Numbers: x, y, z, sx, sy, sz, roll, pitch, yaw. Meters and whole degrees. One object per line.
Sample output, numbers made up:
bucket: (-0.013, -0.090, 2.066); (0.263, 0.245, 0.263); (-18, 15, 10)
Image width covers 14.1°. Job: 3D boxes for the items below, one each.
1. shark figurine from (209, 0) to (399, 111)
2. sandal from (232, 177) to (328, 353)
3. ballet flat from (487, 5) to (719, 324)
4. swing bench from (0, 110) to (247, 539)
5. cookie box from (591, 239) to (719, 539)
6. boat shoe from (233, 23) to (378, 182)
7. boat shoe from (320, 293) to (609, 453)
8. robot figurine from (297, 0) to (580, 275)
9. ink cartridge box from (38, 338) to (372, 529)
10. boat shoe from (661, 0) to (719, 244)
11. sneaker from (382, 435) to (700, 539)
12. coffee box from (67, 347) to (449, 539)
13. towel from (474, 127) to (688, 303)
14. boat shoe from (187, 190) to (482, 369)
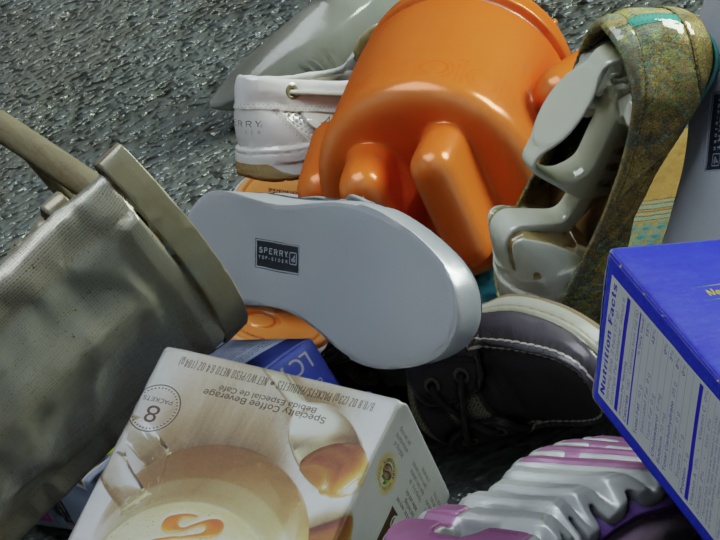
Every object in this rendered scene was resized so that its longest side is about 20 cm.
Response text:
shark figurine: (-0.007, -0.183, 1.783); (0.128, 0.090, 0.215); (-6, 34, 28)
sandal: (-0.047, -0.020, 1.526); (0.079, 0.059, 0.207); (5, 29, -3)
ballet flat: (0.095, -0.034, 1.331); (0.071, 0.200, 0.071); (19, 28, -10)
swing bench: (-0.169, 0.046, 1.335); (0.199, 0.130, 0.200); (-44, 22, -11)
cookie box: (0.205, 0.062, 1.101); (0.171, 0.075, 0.200); (-5, 31, -20)
boat shoe: (0.020, -0.100, 1.583); (0.200, 0.069, 0.071); (-16, 15, -33)
boat shoe: (0.049, 0.052, 1.344); (0.065, 0.072, 0.200); (-45, 30, -26)
robot figurine: (0.048, -0.073, 1.463); (0.144, 0.117, 0.200); (-57, 6, 34)
ink cartridge box: (-0.086, 0.078, 1.379); (0.119, 0.042, 0.200); (-36, 16, -22)
boat shoe: (0.181, -0.036, 1.316); (0.066, 0.200, 0.072); (8, -5, -29)
sneaker: (0.085, 0.124, 1.181); (0.080, 0.089, 0.200); (1, 14, 40)
coffee box: (-0.059, 0.142, 1.163); (0.114, 0.080, 0.200); (11, 60, 25)
towel: (0.129, -0.025, 1.455); (0.200, 0.022, 0.147); (-6, 32, 34)
boat shoe: (0.000, 0.000, 1.345); (0.068, 0.072, 0.200); (-3, 9, -37)
